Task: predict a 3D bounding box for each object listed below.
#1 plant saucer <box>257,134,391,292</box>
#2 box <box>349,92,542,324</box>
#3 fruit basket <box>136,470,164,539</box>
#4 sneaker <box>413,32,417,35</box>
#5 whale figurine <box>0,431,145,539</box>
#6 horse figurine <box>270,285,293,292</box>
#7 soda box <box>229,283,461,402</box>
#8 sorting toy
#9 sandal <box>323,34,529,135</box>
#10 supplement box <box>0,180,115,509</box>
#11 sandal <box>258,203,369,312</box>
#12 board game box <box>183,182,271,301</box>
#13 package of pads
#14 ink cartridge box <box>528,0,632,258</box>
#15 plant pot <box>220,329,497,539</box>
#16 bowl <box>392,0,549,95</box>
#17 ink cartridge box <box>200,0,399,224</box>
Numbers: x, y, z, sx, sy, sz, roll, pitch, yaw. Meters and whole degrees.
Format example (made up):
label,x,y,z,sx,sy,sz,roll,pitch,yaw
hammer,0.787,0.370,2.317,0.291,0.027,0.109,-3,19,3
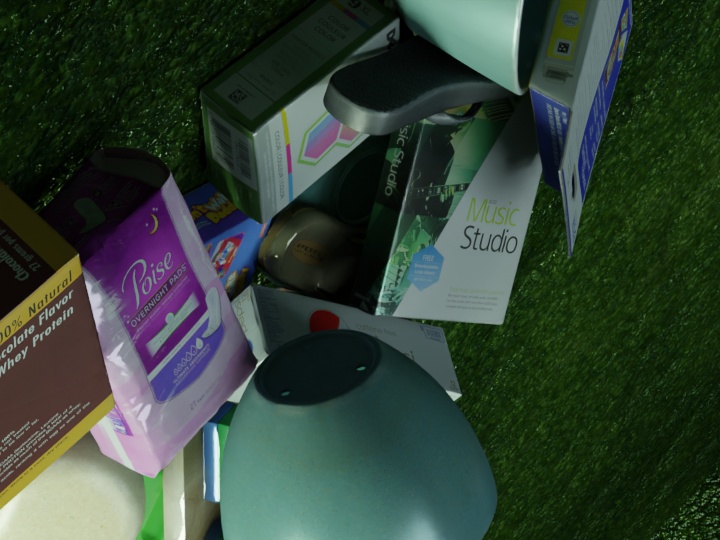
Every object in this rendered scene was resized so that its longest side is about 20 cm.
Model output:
label,x,y,z,sx,sy,sz,roll,pitch,yaw
plant saucer,-0.003,-0.068,1.792,0.200,0.027,0.201,-30,136,-33
box,0.075,-0.061,1.763,0.144,0.036,0.201,4,102,-44
fruit basket,-0.179,0.250,1.912,0.216,0.155,0.217,-49,150,-40
sneaker,0.073,-0.157,1.810,0.077,0.088,0.200,-47,134,-17
whale figurine,-0.252,0.175,1.697,0.199,0.104,0.159,-35,124,13
horse figurine,-0.020,-0.011,1.902,0.132,0.050,0.201,-20,148,-40
soda box,-0.020,0.069,1.761,0.199,0.064,0.068,14,139,-40
sorting toy,-0.079,0.166,1.815,0.200,0.069,0.200,-47,142,-57
sandal,0.047,-0.129,1.642,0.199,0.076,0.043,-17,138,-42
supplement box,-0.270,0.059,1.392,0.197,0.133,0.200,-42,158,-19
sandal,0.000,0.000,1.778,0.200,0.054,0.081,17,103,-53
board game box,-0.144,0.032,1.726,0.134,0.045,0.201,-30,152,-42
package of pads,-0.150,0.029,1.555,0.121,0.075,0.201,-50,138,-29
ink cartridge box,0.156,-0.135,1.698,0.198,0.047,0.201,69,38,-71
plant pot,-0.014,0.122,1.632,0.200,0.199,0.136,-36,126,-32
bowl,0.083,-0.230,1.603,0.201,0.104,0.202,12,90,-80
ink cartridge box,-0.023,-0.136,1.661,0.200,0.059,0.104,-41,153,-25
